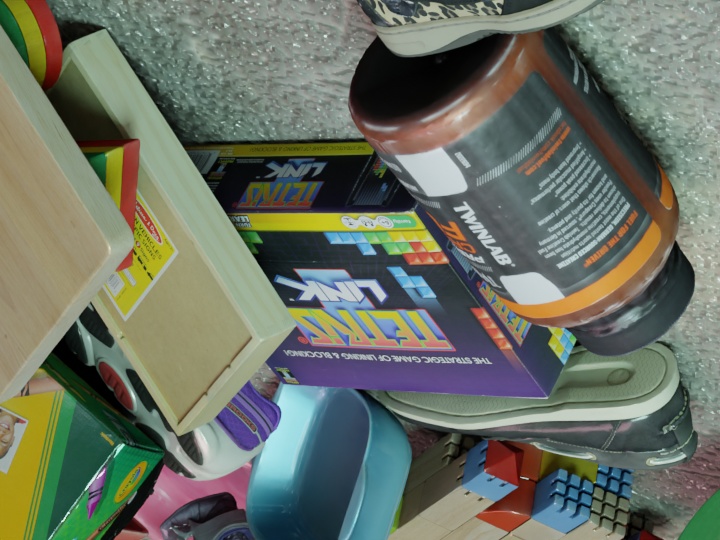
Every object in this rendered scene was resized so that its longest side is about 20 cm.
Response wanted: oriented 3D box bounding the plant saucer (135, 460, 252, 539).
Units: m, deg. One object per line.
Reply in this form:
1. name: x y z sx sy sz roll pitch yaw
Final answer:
1. plant saucer: -0.081 0.150 1.908 0.200 0.051 0.201 20 150 12

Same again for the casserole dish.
1. casserole dish: -0.018 0.123 1.711 0.039 0.121 0.200 16 -174 -22

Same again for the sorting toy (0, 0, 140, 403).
1. sorting toy: -0.199 -0.058 1.563 0.200 0.070 0.199 57 143 11

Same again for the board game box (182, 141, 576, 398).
1. board game box: 0.000 0.000 1.591 0.200 0.057 0.165 1 140 40

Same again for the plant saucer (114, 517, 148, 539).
1. plant saucer: -0.272 0.132 1.884 0.200 0.037 0.200 16 -165 -45

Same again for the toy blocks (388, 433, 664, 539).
1. toy blocks: 0.112 0.151 1.716 0.200 0.100 0.137 26 144 -19

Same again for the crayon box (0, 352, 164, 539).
1. crayon box: -0.227 0.092 1.665 0.200 0.119 0.058 39 -174 25

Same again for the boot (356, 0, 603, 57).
1. boot: 0.036 -0.179 1.258 0.154 0.073 0.204 45 145 -23

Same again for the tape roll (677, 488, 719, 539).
1. tape roll: 0.258 0.177 1.510 0.200 0.200 0.048 1 141 39

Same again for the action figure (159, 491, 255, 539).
1. action figure: -0.063 0.219 1.780 0.200 0.069 0.130 34 140 55

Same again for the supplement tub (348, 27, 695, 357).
1. supplement tub: 0.088 -0.044 1.394 0.107 0.107 0.200 -4 138 43

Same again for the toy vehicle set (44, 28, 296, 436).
1. toy vehicle set: -0.122 -0.019 1.574 0.200 0.027 0.124 57 143 10

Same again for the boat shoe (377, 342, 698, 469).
1. boat shoe: 0.099 0.080 1.620 0.200 0.072 0.068 2 138 35

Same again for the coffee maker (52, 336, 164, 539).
1. coffee maker: -0.209 0.053 1.783 0.200 0.192 0.135 28 -175 9

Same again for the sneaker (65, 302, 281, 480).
1. sneaker: -0.121 0.032 1.673 0.200 0.083 0.081 55 147 8
